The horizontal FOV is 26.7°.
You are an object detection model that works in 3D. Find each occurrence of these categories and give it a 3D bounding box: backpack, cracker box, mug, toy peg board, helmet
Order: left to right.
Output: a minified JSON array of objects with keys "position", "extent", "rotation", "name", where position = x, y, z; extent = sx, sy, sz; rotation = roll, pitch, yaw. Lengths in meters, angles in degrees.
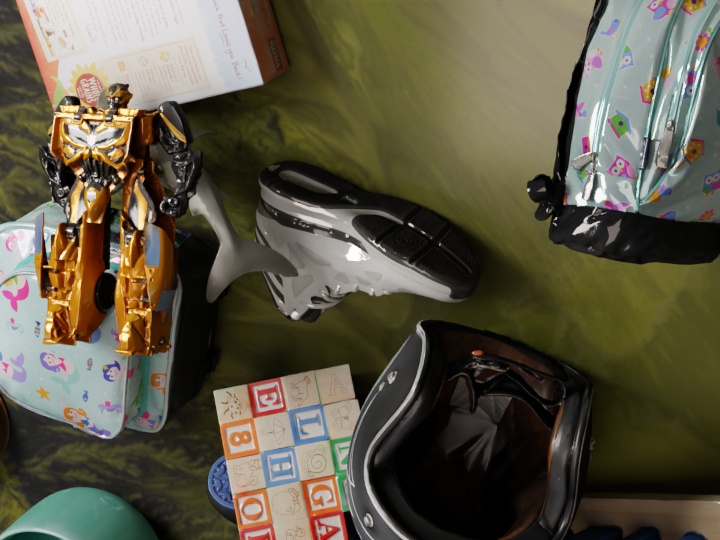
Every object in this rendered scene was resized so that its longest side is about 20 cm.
[{"position":[-0.268,0.285,1.404],"extent":[0.184,0.114,0.153],"rotation":[-32,96,30],"name":"mug"},{"position":[-0.235,0.038,1.285],"extent":[0.199,0.150,0.179],"rotation":[20,117,20],"name":"backpack"},{"position":[-0.169,-0.199,1.214],"extent":[0.199,0.058,0.135],"rotation":[-8,107,26],"name":"cracker box"},{"position":[0.079,0.151,1.151],"extent":[0.199,0.200,0.192],"rotation":[21,98,14],"name":"helmet"},{"position":[0.200,0.281,1.159],"extent":[0.199,0.097,0.201],"rotation":[-8,96,47],"name":"toy peg board"},{"position":[0.212,-0.107,1.032],"extent":[0.126,0.166,0.202],"rotation":[17,101,34],"name":"backpack"}]

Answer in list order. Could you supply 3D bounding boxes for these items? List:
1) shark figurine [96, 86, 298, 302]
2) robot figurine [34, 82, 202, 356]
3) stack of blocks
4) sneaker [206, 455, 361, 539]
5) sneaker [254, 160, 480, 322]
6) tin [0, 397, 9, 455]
[{"position":[-0.136,-0.078,1.202],"extent":[0.214,0.089,0.129],"rotation":[33,133,33],"name":"shark figurine"},{"position":[-0.189,-0.040,1.144],"extent":[0.144,0.058,0.202],"rotation":[5,97,24],"name":"robot figurine"},{"position":[-0.045,0.188,1.236],"extent":[0.114,0.059,0.202],"rotation":[-10,79,-4],"name":"stack of blocks"},{"position":[-0.035,0.202,1.307],"extent":[0.198,0.071,0.078],"rotation":[14,159,1],"name":"sneaker"},{"position":[0.000,0.000,1.219],"extent":[0.200,0.076,0.116],"rotation":[27,126,20],"name":"sneaker"},{"position":[-0.427,0.161,1.469],"extent":[0.199,0.042,0.113],"rotation":[-24,103,28],"name":"tin"}]
